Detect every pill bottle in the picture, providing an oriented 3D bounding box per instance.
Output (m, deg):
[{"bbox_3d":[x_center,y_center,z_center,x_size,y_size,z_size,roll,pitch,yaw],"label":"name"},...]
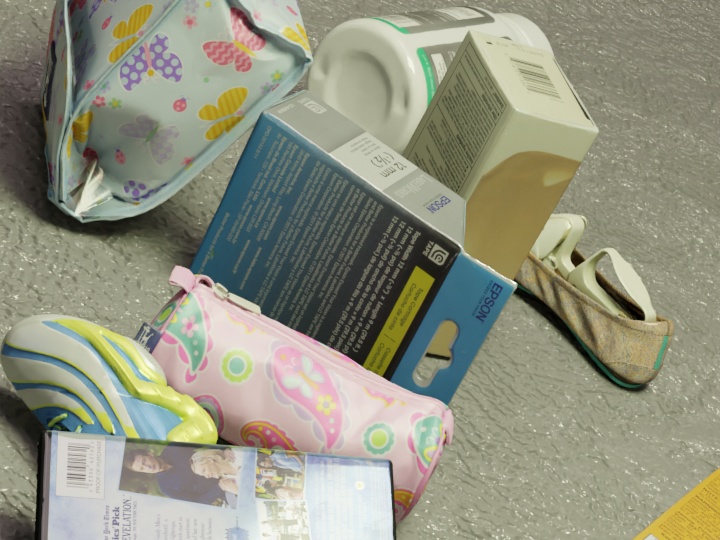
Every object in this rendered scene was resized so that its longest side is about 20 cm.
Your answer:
[{"bbox_3d":[0.059,-0.145,1.973,0.113,0.114,0.199,43,32,25],"label":"pill bottle"}]

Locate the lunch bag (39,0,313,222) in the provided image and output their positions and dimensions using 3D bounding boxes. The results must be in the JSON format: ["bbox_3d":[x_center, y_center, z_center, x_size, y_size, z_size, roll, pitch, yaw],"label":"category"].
[{"bbox_3d":[-0.143,-0.143,1.704,0.127,0.200,0.170,38,20,-26],"label":"lunch bag"}]

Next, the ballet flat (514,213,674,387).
[{"bbox_3d":[0.158,0.000,1.872,0.200,0.068,0.068,43,32,26],"label":"ballet flat"}]

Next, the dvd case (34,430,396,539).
[{"bbox_3d":[-0.077,0.158,1.370,0.198,0.018,0.144,6,55,-12],"label":"dvd case"}]

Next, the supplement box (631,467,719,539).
[{"bbox_3d":[0.200,0.193,1.598,0.069,0.067,0.200,36,30,15],"label":"supplement box"}]

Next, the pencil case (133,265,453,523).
[{"bbox_3d":[-0.042,0.076,1.558,0.199,0.088,0.088,29,28,-1],"label":"pencil case"}]

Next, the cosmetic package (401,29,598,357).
[{"bbox_3d":[0.074,-0.050,1.740,0.071,0.201,0.106,12,33,-28],"label":"cosmetic package"}]

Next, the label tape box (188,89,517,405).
[{"bbox_3d":[0.000,0.000,1.653,0.199,0.144,0.066,34,29,12],"label":"label tape box"}]

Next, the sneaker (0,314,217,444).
[{"bbox_3d":[-0.136,0.103,1.440,0.199,0.076,0.105,34,30,9],"label":"sneaker"}]
